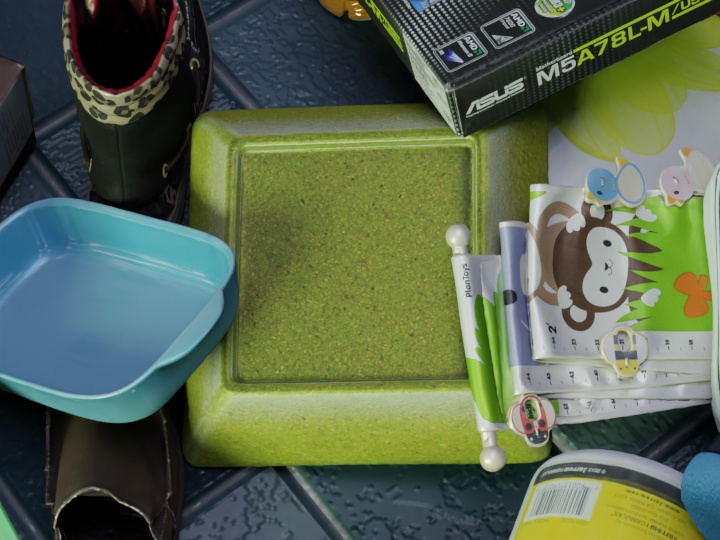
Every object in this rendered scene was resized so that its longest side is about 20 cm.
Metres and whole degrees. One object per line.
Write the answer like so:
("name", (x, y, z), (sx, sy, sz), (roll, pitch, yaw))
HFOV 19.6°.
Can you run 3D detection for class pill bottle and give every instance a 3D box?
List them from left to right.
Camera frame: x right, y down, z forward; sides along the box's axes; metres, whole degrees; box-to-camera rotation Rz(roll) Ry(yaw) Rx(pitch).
("pill bottle", (0.105, 0.195, 1.000), (0.111, 0.112, 0.201), (19, 61, 10))

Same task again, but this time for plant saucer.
("plant saucer", (0.000, 0.000, 1.104), (0.198, 0.048, 0.201), (-2, 75, 8))

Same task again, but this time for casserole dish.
("casserole dish", (-0.144, 0.023, 1.090), (0.199, 0.039, 0.121), (14, 53, 39))

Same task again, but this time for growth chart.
("growth chart", (0.136, 0.013, 1.080), (0.199, 0.018, 0.146), (-11, 83, -20))

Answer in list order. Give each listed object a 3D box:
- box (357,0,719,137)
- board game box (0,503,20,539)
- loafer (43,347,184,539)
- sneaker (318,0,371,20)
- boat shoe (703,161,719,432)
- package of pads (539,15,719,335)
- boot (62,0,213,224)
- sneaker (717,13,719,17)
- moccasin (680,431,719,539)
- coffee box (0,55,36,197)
("box", (0.091, -0.184, 1.143), (0.192, 0.048, 0.200), (-27, 50, -6))
("board game box", (-0.246, 0.101, 1.031), (0.101, 0.048, 0.201), (-29, 94, -17))
("loafer", (-0.123, 0.119, 1.061), (0.073, 0.071, 0.201), (-8, 58, -6))
("sneaker", (-0.045, -0.239, 1.274), (0.200, 0.077, 0.078), (38, 67, 21))
("boat shoe", (0.211, 0.029, 1.048), (0.072, 0.071, 0.201), (-9, 77, -6))
("package of pads", (0.162, -0.061, 1.178), (0.154, 0.068, 0.200), (31, 64, 15))
("boot", (-0.124, -0.126, 1.161), (0.073, 0.151, 0.201), (5, 59, 2))
("sneaker", (0.200, -0.197, 1.261), (0.201, 0.067, 0.108), (29, 60, 12))
("moccasin", (0.231, 0.146, 0.996), (0.068, 0.200, 0.080), (-48, 32, -22))
("coffee box", (-0.275, -0.036, 1.145), (0.114, 0.080, 0.201), (23, 62, 11))
